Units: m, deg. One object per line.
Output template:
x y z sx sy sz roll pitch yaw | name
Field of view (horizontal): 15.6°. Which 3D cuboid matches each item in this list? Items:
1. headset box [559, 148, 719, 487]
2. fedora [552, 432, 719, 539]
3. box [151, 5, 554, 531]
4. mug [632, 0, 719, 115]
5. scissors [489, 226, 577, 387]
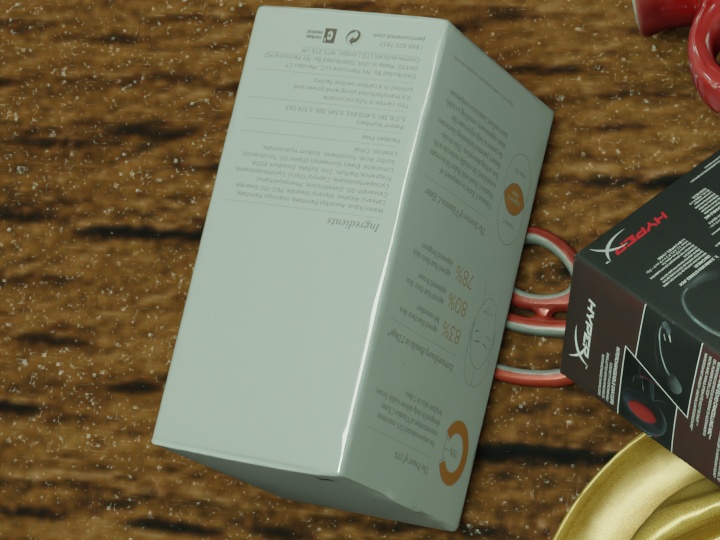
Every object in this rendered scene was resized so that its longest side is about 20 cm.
0.205 0.034 1.074 0.200 0.075 0.148 35 53 29 | headset box
0.158 0.144 1.103 0.200 0.082 0.202 -4 75 15 | fedora
0.000 0.000 1.158 0.097 0.124 0.201 8 78 29 | box
0.220 -0.152 1.147 0.199 0.133 0.178 -2 91 11 | mug
0.140 0.028 1.177 0.199 0.014 0.073 11 77 18 | scissors
